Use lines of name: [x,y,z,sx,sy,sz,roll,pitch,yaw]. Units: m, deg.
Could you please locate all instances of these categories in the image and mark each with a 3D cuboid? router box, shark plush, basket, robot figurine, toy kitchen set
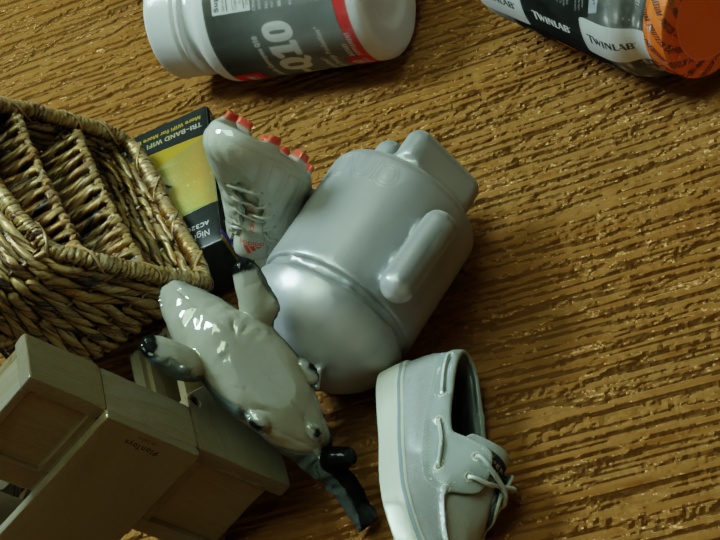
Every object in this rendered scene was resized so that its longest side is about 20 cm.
router box: [-0.189,-0.023,1.401,0.199,0.052,0.158,-23,44,11]
shark plush: [-0.052,0.075,1.159,0.200,0.083,0.091,37,72,3]
basket: [-0.221,-0.044,1.295,0.149,0.143,0.200,-33,45,2]
robot figurine: [0.000,0.000,1.221,0.200,0.113,0.169,-57,18,-25]
toy kitchen set: [-0.186,0.101,1.191,0.163,0.199,0.181,-46,37,22]

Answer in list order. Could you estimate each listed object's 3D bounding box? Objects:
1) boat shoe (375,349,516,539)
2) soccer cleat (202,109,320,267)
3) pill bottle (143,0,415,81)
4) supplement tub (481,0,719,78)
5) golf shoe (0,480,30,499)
boat shoe: [0.055,0.122,1.106,0.071,0.070,0.201,-26,39,16]
soccer cleat: [-0.068,-0.048,1.260,0.069,0.200,0.078,30,84,19]
pill bottle: [-0.066,-0.213,1.459,0.199,0.114,0.114,-5,49,28]
supplement tub: [0.181,-0.214,1.305,0.123,0.123,0.200,-43,43,-12]
golf shoe: [-0.270,0.182,1.231,0.077,0.095,0.201,-6,50,24]
